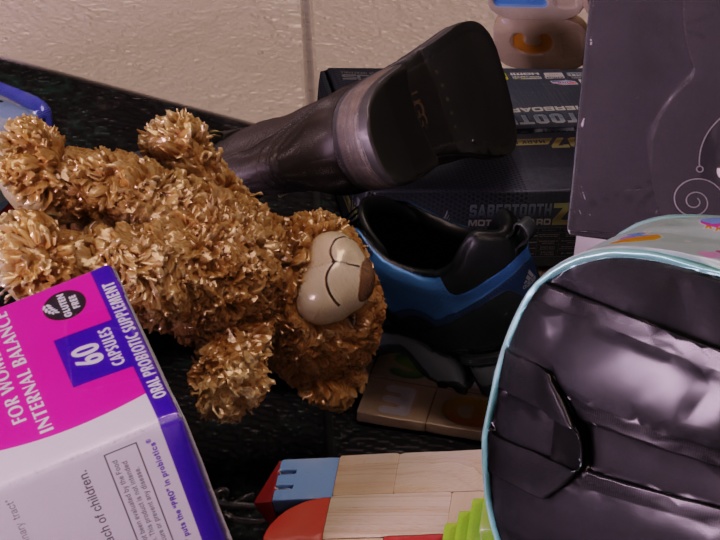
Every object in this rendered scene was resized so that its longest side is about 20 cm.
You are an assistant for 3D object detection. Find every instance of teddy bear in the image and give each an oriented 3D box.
[{"bbox_3d":[-0.069,-0.006,1.124,0.200,0.067,0.145,30,35,-16],"label":"teddy bear"}]

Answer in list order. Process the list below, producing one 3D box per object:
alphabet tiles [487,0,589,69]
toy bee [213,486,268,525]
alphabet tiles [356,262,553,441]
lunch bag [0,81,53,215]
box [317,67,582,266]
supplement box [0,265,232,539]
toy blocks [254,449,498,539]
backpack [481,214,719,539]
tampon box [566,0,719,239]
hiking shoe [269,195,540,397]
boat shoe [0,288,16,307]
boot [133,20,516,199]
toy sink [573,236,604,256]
[{"bbox_3d":[0.161,-0.141,1.325,0.196,0.200,0.015,2,55,11],"label":"alphabet tiles"},{"bbox_3d":[-0.143,0.051,1.146,0.200,0.109,0.131,9,-16,-23],"label":"toy bee"},{"bbox_3d":[0.079,0.038,1.297,0.200,0.008,0.167,9,31,8],"label":"alphabet tiles"},{"bbox_3d":[-0.271,-0.043,1.277,0.200,0.124,0.170,30,41,33],"label":"lunch bag"},{"bbox_3d":[0.085,-0.057,1.415,0.200,0.051,0.158,-1,29,-9],"label":"box"},{"bbox_3d":[-0.161,0.096,1.012,0.200,0.103,0.101,-23,41,-7],"label":"supplement box"},{"bbox_3d":[-0.007,0.141,1.038,0.137,0.100,0.200,-3,38,13],"label":"toy blocks"},{"bbox_3d":[0.152,0.064,0.980,0.200,0.176,0.153,11,21,17],"label":"backpack"},{"bbox_3d":[0.167,-0.116,1.164,0.126,0.150,0.200,7,28,7],"label":"tampon box"},{"bbox_3d":[0.000,0.000,1.247,0.200,0.087,0.074,4,29,26],"label":"hiking shoe"},{"bbox_3d":[-0.158,0.010,1.203,0.074,0.066,0.199,4,-4,38],"label":"boat shoe"},{"bbox_3d":[-0.030,-0.064,1.303,0.174,0.069,0.200,-13,5,30],"label":"boot"},{"bbox_3d":[0.157,0.032,1.185,0.200,0.130,0.112,-9,32,-20],"label":"toy sink"}]
